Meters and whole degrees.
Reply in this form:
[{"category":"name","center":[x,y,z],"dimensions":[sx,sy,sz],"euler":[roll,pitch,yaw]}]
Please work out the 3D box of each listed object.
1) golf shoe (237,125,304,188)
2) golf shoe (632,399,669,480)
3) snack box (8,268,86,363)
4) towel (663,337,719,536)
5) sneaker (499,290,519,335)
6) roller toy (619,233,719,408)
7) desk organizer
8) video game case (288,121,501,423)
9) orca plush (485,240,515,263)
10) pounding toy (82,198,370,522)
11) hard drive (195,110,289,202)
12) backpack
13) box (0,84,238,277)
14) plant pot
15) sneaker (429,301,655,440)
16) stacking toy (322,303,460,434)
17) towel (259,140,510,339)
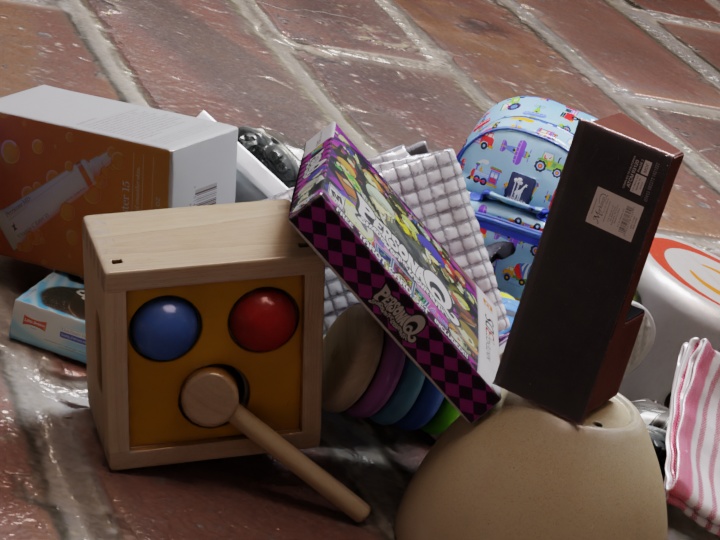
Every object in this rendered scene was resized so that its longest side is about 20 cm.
[{"category":"golf shoe","center":[-0.032,-0.056,1.891],"dimensions":[0.200,0.078,0.094],"euler":[49,26,7]},{"category":"golf shoe","center":[0.254,0.137,1.703],"dimensions":[0.200,0.078,0.095],"euler":[10,28,-21]},{"category":"snack box","center":[-0.192,0.026,1.734],"dimensions":[0.116,0.037,0.200],"euler":[18,21,9]},{"category":"towel","center":[0.312,0.154,1.622],"dimensions":[0.200,0.030,0.147],"euler":[32,49,-22]},{"category":"sneaker","center":[0.079,0.056,1.826],"dimensions":[0.200,0.066,0.078],"euler":[2,29,-34]},{"category":"roller toy","center":[0.278,0.069,1.836],"dimensions":[0.200,0.140,0.182],"euler":[34,20,19]},{"category":"desk organizer","center":[0.165,-0.004,1.474],"dimensions":[0.072,0.200,0.077],"euler":[24,20,21]},{"category":"video game case","center":[0.028,-0.002,1.550],"dimensions":[0.200,0.036,0.181],"euler":[49,15,-13]},{"category":"orca plush","center":[0.050,-0.002,1.925],"dimensions":[0.200,0.071,0.105],"euler":[-8,48,28]},{"category":"pounding toy","center":[-0.096,0.071,1.529],"dimensions":[0.184,0.200,0.142],"euler":[-5,26,-15]},{"category":"hard drive","center":[-0.078,-0.042,1.796],"dimensions":[0.200,0.027,0.132],"euler":[43,-20,-2]},{"category":"backpack","center":[0.152,-0.052,1.959],"dimensions":[0.182,0.200,0.135],"euler":[24,20,17]},{"category":"box","center":[-0.209,-0.067,1.727],"dimensions":[0.200,0.125,0.097],"euler":[13,21,28]},{"category":"plant pot","center":[0.137,0.151,1.530],"dimensions":[0.200,0.135,0.200],"euler":[14,21,-6]},{"category":"sneaker","center":[0.137,0.064,1.727],"dimensions":[0.200,0.073,0.114],"euler":[-22,14,5]},{"category":"stacking toy","center":[0.067,0.098,1.624],"dimensions":[0.200,0.085,0.085],"euler":[23,17,-21]},{"category":"towel","center":[0.000,0.000,1.692],"dimensions":[0.200,0.166,0.086],"euler":[-20,3,-19]}]
